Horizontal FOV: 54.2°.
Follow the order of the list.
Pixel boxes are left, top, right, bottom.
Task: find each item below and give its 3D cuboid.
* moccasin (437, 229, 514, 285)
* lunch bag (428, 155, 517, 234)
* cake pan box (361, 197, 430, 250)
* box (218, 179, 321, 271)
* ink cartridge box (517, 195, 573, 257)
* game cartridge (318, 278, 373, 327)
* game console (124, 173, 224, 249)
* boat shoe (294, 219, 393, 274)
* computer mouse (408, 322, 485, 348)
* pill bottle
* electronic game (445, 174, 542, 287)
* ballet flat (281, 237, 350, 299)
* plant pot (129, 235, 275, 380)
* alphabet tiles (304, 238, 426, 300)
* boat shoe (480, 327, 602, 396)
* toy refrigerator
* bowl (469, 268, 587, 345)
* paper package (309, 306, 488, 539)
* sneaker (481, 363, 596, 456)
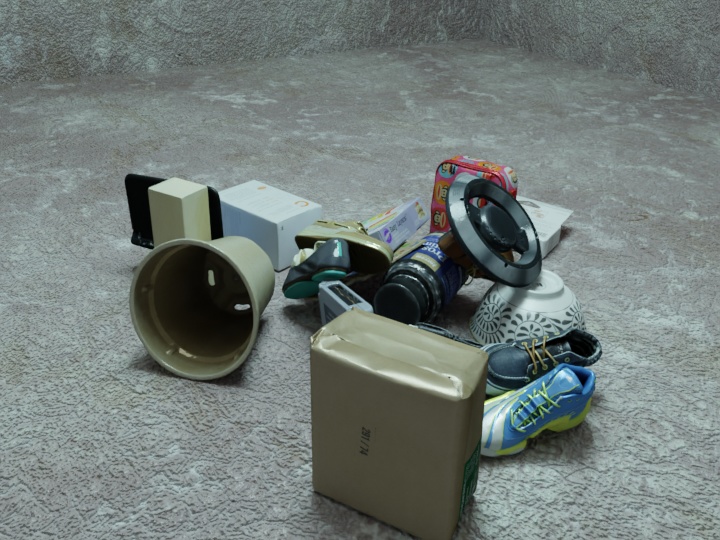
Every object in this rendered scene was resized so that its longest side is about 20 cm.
[{"bbox_3d":[0.195,-0.019,1.162,0.200,0.073,0.080,26,42,-51],"label":"moccasin"},{"bbox_3d":[0.218,-0.101,1.315,0.173,0.206,0.081,19,27,31],"label":"lunch bag"},{"bbox_3d":[0.011,-0.053,1.279,0.181,0.053,0.200,-23,11,36],"label":"cake pan box"},{"bbox_3d":[-0.186,-0.093,1.382,0.197,0.100,0.123,23,33,35],"label":"box"},{"bbox_3d":[0.329,-0.102,1.491,0.196,0.046,0.175,20,33,29],"label":"ink cartridge box"},{"bbox_3d":[-0.015,0.097,0.977,0.040,0.137,0.200,-15,15,-14],"label":"game cartridge"},{"bbox_3d":[-0.304,-0.083,1.257,0.194,0.120,0.175,11,-4,20],"label":"game console"},{"bbox_3d":[-0.021,-0.049,1.137,0.196,0.075,0.067,15,52,37],"label":"boat shoe"},{"bbox_3d":[0.096,0.126,0.955,0.135,0.054,0.199,16,30,24],"label":"computer mouse"},{"bbox_3d":[0.102,0.021,1.170,0.109,0.115,0.200,15,30,24],"label":"pill bottle"},{"bbox_3d":[0.211,-0.064,1.107,0.196,0.042,0.205,23,48,-27],"label":"electronic game"},{"bbox_3d":[-0.071,-0.006,1.120,0.071,0.075,0.199,-16,-6,-30],"label":"ballet flat"},{"bbox_3d":[-0.217,0.032,1.068,0.194,0.207,0.184,7,17,10],"label":"plant pot"},{"bbox_3d":[0.000,0.000,1.199,0.197,0.008,0.166,-32,11,-21],"label":"alphabet tiles"},{"bbox_3d":[0.240,0.117,0.963,0.196,0.091,0.073,0,60,-36],"label":"boat shoe"},{"bbox_3d":[-0.291,-0.042,1.164,0.074,0.206,0.070,15,29,26],"label":"toy refrigerator"},{"bbox_3d":[0.277,0.057,1.135,0.194,0.097,0.202,2,27,-1],"label":"bowl"},{"bbox_3d":[0.041,0.170,0.786,0.186,0.206,0.103,16,29,26],"label":"paper package"},{"bbox_3d":[0.221,0.166,0.900,0.195,0.107,0.076,-13,49,-28],"label":"sneaker"}]
